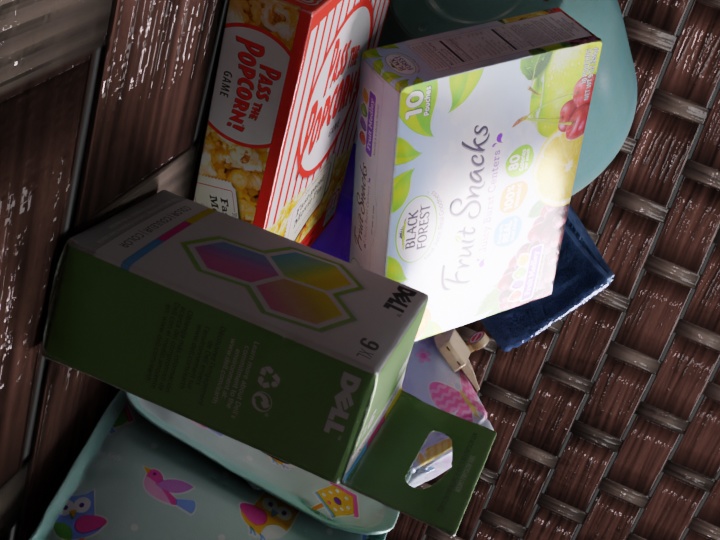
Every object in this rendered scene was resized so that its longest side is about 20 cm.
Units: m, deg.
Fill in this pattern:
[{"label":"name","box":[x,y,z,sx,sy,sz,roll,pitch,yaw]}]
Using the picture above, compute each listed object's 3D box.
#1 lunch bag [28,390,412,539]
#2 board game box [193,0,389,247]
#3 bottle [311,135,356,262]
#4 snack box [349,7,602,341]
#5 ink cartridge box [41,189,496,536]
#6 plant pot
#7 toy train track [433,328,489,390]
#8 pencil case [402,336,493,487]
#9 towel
[{"label":"lunch bag","box":[-0.076,0.144,0.629,0.201,0.169,0.122,-61,176,-36]},{"label":"board game box","box":[-0.040,-0.087,0.682,0.152,0.046,0.201,-56,165,-53]},{"label":"bottle","box":[-0.029,-0.004,0.833,0.083,0.065,0.201,27,-84,56]},{"label":"snack box","box":[0.066,-0.054,0.755,0.141,0.053,0.201,-16,133,-22]},{"label":"ink cartridge box","box":[-0.030,0.034,0.546,0.104,0.199,0.060,-46,157,-67]},{"label":"plant pot","box":[0.094,-0.162,0.849,0.202,0.199,0.161,-65,159,-14]},{"label":"toy train track","box":[0.066,0.023,0.958,0.032,0.115,0.200,-34,-160,7]},{"label":"pencil case","box":[0.022,0.072,0.952,0.090,0.201,0.083,-20,160,-28]},{"label":"towel","box":[0.107,-0.042,0.953,0.111,0.201,0.049,-33,-175,0]}]
